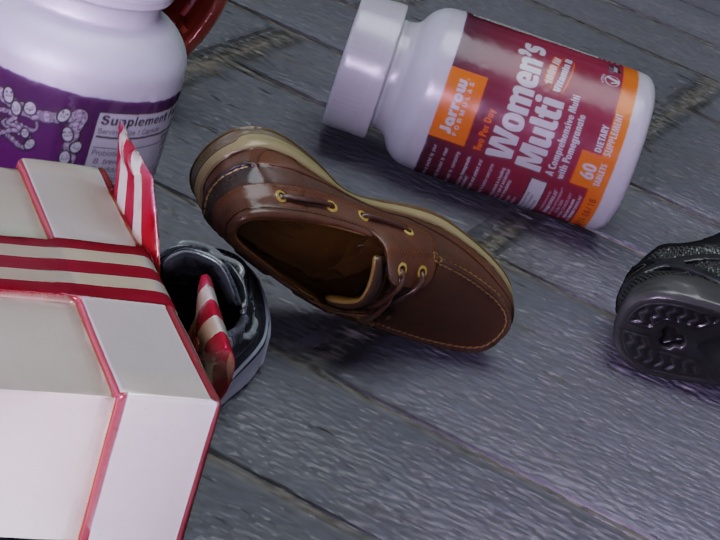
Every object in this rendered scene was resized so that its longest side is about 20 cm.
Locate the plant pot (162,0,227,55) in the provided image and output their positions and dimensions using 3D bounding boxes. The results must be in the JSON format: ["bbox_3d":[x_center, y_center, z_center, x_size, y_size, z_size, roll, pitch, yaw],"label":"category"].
[{"bbox_3d":[-0.182,-0.231,1.336,0.200,0.201,0.195,15,14,-11],"label":"plant pot"}]

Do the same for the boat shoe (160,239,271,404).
[{"bbox_3d":[-0.080,0.019,0.975,0.072,0.068,0.200,21,22,4],"label":"boat shoe"}]

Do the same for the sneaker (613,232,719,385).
[{"bbox_3d":[0.246,0.032,1.202,0.199,0.076,0.114,14,28,1],"label":"sneaker"}]

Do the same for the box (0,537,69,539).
[{"bbox_3d":[-0.066,0.183,0.435,0.046,0.200,0.159,8,25,-31],"label":"box"}]

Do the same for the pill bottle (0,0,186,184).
[{"bbox_3d":[-0.145,-0.073,0.959,0.112,0.200,0.112,16,22,-7],"label":"pill bottle"}]

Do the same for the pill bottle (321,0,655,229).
[{"bbox_3d":[0.082,-0.107,1.345,0.200,0.110,0.110,18,22,-2],"label":"pill bottle"}]

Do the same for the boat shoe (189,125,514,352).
[{"bbox_3d":[0.000,0.000,1.062,0.200,0.072,0.068,28,26,-29],"label":"boat shoe"}]

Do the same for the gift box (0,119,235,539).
[{"bbox_3d":[-0.151,0.051,0.696,0.186,0.185,0.200,7,31,-24],"label":"gift box"}]
